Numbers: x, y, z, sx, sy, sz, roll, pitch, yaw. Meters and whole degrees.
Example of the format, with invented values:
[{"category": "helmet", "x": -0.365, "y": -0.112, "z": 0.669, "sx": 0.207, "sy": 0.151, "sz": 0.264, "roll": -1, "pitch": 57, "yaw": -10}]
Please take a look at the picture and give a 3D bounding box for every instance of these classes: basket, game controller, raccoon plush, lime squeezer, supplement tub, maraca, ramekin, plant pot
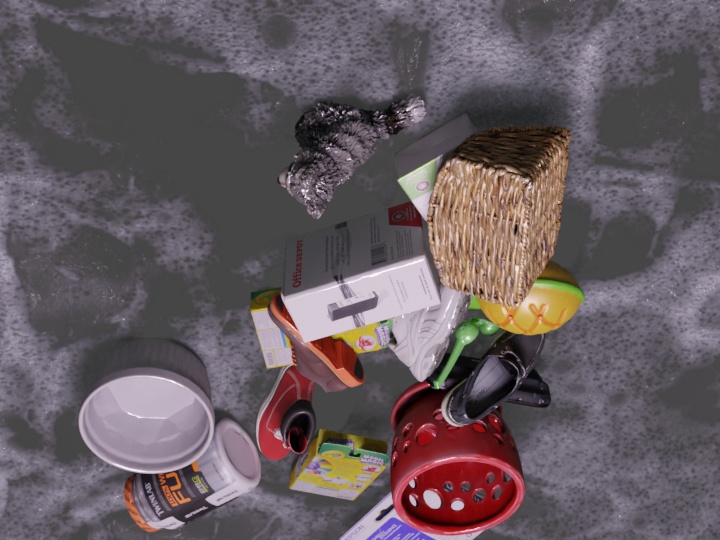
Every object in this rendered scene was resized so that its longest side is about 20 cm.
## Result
[{"category": "basket", "x": 0.173, "y": -0.081, "z": 1.450, "sx": 0.141, "sy": 0.149, "sz": 0.202, "roll": 16, "pitch": 129, "yaw": 22}, {"category": "game controller", "x": 0.186, "y": 0.161, "z": 1.695, "sx": 0.197, "sy": 0.104, "sz": 0.043, "roll": 12, "pitch": 102, "yaw": -12}, {"category": "raccoon plush", "x": -0.013, "y": -0.154, "z": 1.418, "sx": 0.198, "sy": 0.135, "sz": 0.097, "roll": -29, "pitch": 123, "yaw": 18}, {"category": "lime squeezer", "x": 0.180, "y": 0.100, "z": 1.650, "sx": 0.198, "sy": 0.038, "sz": 0.071, "roll": -23, "pitch": 91, "yaw": -31}, {"category": "supplement tub", "x": -0.265, "y": 0.325, "z": 1.778, "sx": 0.199, "sy": 0.123, "sz": 0.123, "roll": -30, "pitch": 124, "yaw": 18}, {"category": "maraca", "x": 0.216, "y": 0.036, "z": 1.600, "sx": 0.197, "sy": 0.109, "sz": 0.137, "roll": -1, "pitch": 159, "yaw": 16}, {"category": "ramekin", "x": -0.313, "y": 0.195, "z": 1.686, "sx": 0.197, "sy": 0.106, "sz": 0.202, "roll": -2, "pitch": 127, "yaw": -2}, {"category": "plant pot", "x": 0.141, "y": 0.271, "z": 1.718, "sx": 0.197, "sy": 0.184, "sz": 0.202, "roll": -1, "pitch": 135, "yaw": -1}]

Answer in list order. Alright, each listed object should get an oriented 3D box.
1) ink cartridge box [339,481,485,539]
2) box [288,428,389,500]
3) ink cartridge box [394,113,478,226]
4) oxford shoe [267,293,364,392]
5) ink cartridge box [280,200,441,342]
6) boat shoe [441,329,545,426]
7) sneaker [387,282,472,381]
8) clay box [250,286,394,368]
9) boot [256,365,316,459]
[{"category": "ink cartridge box", "x": 0.097, "y": 0.426, "z": 1.928, "sx": 0.199, "sy": 0.044, "sz": 0.198, "roll": 31, "pitch": 120, "yaw": -26}, {"category": "box", "x": -0.034, "y": 0.302, "z": 1.779, "sx": 0.116, "sy": 0.049, "sz": 0.200, "roll": 13, "pitch": 151, "yaw": -13}, {"category": "ink cartridge box", "x": 0.143, "y": -0.095, "z": 1.518, "sx": 0.116, "sy": 0.068, "sz": 0.201, "roll": -27, "pitch": 124, "yaw": 15}, {"category": "oxford shoe", "x": -0.077, "y": 0.112, "z": 1.601, "sx": 0.072, "sy": 0.072, "sz": 0.200, "roll": -28, "pitch": 125, "yaw": 22}, {"category": "ink cartridge box", "x": 0.000, "y": 0.000, "z": 1.530, "sx": 0.197, "sy": 0.145, "sz": 0.084, "roll": -16, "pitch": 123, "yaw": 9}, {"category": "boat shoe", "x": 0.200, "y": 0.145, "z": 1.614, "sx": 0.199, "sy": 0.066, "sz": 0.075, "roll": -37, "pitch": 96, "yaw": -16}, {"category": "sneaker", "x": 0.087, "y": 0.064, "z": 1.572, "sx": 0.099, "sy": 0.078, "sz": 0.201, "roll": 33, "pitch": 129, "yaw": 11}, {"category": "clay box", "x": -0.052, "y": 0.071, "z": 1.645, "sx": 0.197, "sy": 0.048, "sz": 0.116, "roll": -10, "pitch": 128, "yaw": 2}, {"category": "boot", "x": -0.113, "y": 0.248, "z": 1.716, "sx": 0.071, "sy": 0.145, "sz": 0.202, "roll": 10, "pitch": 128, "yaw": -14}]
